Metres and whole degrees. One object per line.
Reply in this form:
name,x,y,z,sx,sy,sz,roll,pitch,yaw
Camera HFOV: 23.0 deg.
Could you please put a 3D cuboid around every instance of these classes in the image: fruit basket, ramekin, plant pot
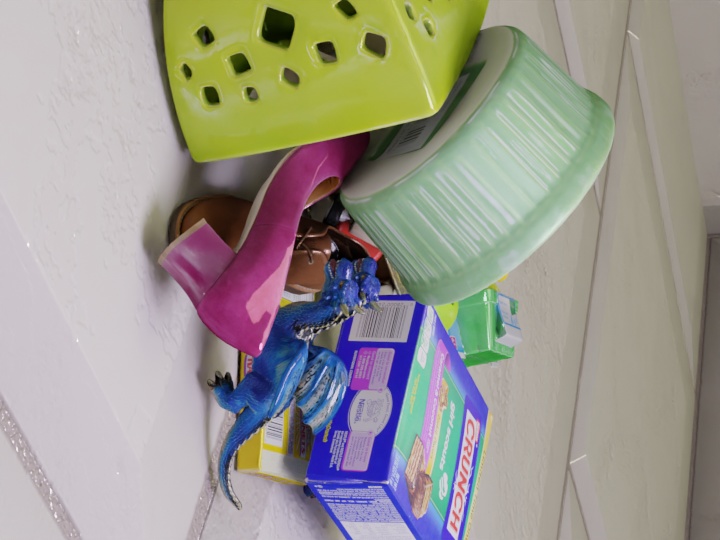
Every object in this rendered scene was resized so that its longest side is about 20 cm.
fruit basket,0.111,-0.003,1.846,0.185,0.093,0.202,23,62,-70
ramekin,0.077,-0.082,1.277,0.098,0.199,0.201,43,36,-19
plant pot,-0.039,-0.214,1.259,0.200,0.198,0.183,-66,139,-53

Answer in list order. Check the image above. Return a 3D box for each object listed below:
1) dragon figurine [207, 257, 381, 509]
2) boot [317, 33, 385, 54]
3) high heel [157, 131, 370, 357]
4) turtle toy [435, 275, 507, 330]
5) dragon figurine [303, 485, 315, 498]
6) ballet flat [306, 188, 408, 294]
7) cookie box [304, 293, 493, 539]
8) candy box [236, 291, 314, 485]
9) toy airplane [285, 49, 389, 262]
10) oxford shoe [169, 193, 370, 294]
dragon figurine,-0.051,0.077,1.256,0.059,0.099,0.202,23,84,-45
boot,0.025,-0.225,1.509,0.073,0.154,0.202,-2,89,-72
high heel,-0.042,-0.025,1.233,0.200,0.096,0.067,-38,171,-37
turtle toy,0.072,-0.033,1.687,0.101,0.144,0.202,-156,-104,-85
dragon figurine,-0.005,0.118,1.521,0.100,0.058,0.201,66,29,-48
ballet flat,0.000,0.000,1.515,0.202,0.070,0.071,70,21,-8
cookie box,0.036,0.143,1.444,0.200,0.074,0.173,60,37,-51
candy box,-0.065,0.063,1.395,0.102,0.026,0.202,34,55,-68
toy airplane,0.040,-0.109,1.440,0.141,0.197,0.202,-123,-164,-82
oxford shoe,-0.064,-0.021,1.309,0.199,0.071,0.072,5,81,-55
